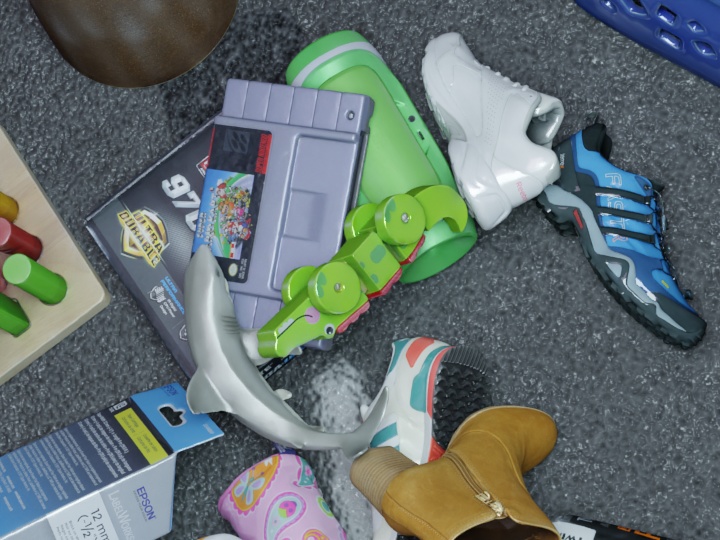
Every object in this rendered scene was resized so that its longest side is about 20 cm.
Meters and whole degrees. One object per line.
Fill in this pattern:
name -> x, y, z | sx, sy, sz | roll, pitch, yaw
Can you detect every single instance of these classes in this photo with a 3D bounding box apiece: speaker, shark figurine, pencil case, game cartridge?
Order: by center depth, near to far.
shark figurine -> -0.083, 0.098, 1.336 | 0.214, 0.089, 0.129 | 41, 122, 19
pencil case -> -0.032, 0.233, 1.351 | 0.087, 0.087, 0.201 | -35, 60, 3
game cartridge -> -0.067, -0.046, 1.396 | 0.128, 0.038, 0.202 | 9, 87, 18
speaker -> 0.016, -0.093, 1.430 | 0.088, 0.088, 0.201 | -30, 73, 4

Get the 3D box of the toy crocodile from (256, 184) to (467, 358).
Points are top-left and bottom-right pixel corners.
toy crocodile -> 0.000, 0.000, 1.316 | 0.200, 0.067, 0.062 | -45, 105, -26

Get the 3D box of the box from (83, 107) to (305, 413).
box -> -0.112, -0.009, 1.458 | 0.158, 0.046, 0.201 | -37, 73, 3

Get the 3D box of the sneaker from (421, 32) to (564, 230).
sneaker -> 0.111, -0.121, 1.401 | 0.099, 0.078, 0.201 | -22, 50, 6

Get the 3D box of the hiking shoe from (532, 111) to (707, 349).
hiking shoe -> 0.212, -0.031, 1.377 | 0.086, 0.074, 0.201 | -39, 73, 2

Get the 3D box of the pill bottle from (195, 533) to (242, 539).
pill bottle -> -0.168, 0.275, 1.316 | 0.198, 0.112, 0.113 | -20, 73, 24

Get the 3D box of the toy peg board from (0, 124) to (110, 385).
toy peg board -> -0.351, -0.004, 1.484 | 0.199, 0.098, 0.200 | -36, 73, 2

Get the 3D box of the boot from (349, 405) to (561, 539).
boot -> 0.104, 0.164, 1.288 | 0.144, 0.200, 0.072 | 32, 122, 48

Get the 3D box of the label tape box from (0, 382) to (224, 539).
label tape box -> -0.207, 0.170, 1.380 | 0.198, 0.143, 0.067 | -23, 112, -16

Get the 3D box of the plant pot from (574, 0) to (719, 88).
plant pot -> 0.288, -0.271, 1.360 | 0.199, 0.180, 0.201 | 33, 86, 16

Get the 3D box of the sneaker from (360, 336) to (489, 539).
sneaker -> 0.038, 0.148, 1.389 | 0.093, 0.070, 0.202 | 19, 98, 51

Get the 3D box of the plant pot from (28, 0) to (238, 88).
plant pot -> -0.214, -0.273, 1.460 | 0.185, 0.200, 0.189 | -3, 76, 12

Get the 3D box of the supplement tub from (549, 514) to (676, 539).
supplement tub -> 0.193, 0.251, 1.293 | 0.198, 0.123, 0.124 | 12, 80, 14
